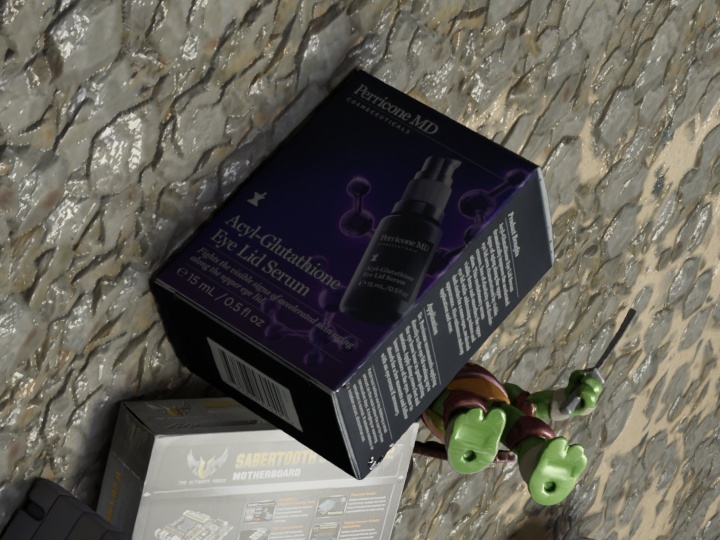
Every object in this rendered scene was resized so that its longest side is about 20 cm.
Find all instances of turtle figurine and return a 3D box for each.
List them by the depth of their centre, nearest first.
[{"bbox_3d":[0.103,0.065,1.528,0.200,0.194,0.144,-31,115,4],"label":"turtle figurine"}]

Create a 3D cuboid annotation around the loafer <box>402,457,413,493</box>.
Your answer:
[{"bbox_3d":[-0.027,0.135,1.479,0.200,0.073,0.071,-21,136,-50],"label":"loafer"}]

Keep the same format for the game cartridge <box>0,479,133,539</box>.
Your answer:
[{"bbox_3d":[-0.190,0.237,1.252,0.200,0.130,0.038,-57,153,-3],"label":"game cartridge"}]

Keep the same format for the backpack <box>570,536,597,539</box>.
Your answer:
[{"bbox_3d":[0.176,0.321,1.934,0.200,0.134,0.182,-61,152,5],"label":"backpack"}]

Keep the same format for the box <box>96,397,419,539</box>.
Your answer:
[{"bbox_3d":[-0.071,0.159,1.374,0.200,0.048,0.159,-1,113,-35],"label":"box"}]

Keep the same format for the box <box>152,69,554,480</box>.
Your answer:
[{"bbox_3d":[0.000,0.000,1.316,0.200,0.148,0.104,-48,150,-22],"label":"box"}]
